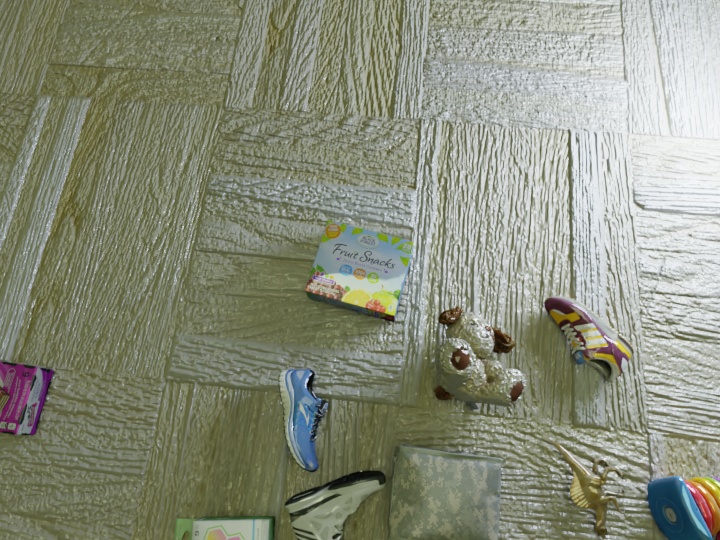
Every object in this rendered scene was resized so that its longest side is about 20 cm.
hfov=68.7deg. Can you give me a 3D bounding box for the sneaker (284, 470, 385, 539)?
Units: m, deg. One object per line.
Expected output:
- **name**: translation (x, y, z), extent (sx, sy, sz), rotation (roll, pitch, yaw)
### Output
- **sneaker**: translation (-0.034, 0.457, 0.989), extent (0.198, 0.076, 0.117), rotation (-21, 80, 4)

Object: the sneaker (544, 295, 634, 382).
- **sneaker**: translation (0.447, 0.135, 1.061), extent (0.199, 0.075, 0.090), rotation (37, 72, 14)

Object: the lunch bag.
- **lunch bag**: translation (0.147, 0.413, 0.962), extent (0.197, 0.118, 0.166), rotation (8, 73, 0)

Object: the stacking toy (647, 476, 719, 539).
- **stacking toy**: translation (0.641, 0.416, 0.955), extent (0.197, 0.110, 0.117), rotation (-10, 63, -13)

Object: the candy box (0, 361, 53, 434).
- **candy box**: translation (-0.760, 0.256, 1.086), extent (0.197, 0.061, 0.138), rotation (6, 73, 5)

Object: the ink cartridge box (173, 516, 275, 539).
- **ink cartridge box**: translation (-0.261, 0.517, 0.977), extent (0.197, 0.059, 0.105), rotation (-2, 72, 2)

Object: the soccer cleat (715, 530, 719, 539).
- **soccer cleat**: translation (0.700, 0.541, 0.922), extent (0.085, 0.070, 0.202), rotation (-20, 80, -17)

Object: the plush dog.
- **plush dog**: translation (0.217, 0.166, 1.048), extent (0.198, 0.160, 0.173), rotation (29, 58, -17)

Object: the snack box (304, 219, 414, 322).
- **snack box**: translation (0.000, 0.000, 1.130), extent (0.197, 0.068, 0.171), rotation (16, 74, 7)

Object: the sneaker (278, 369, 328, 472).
- **sneaker**: translation (-0.104, 0.289, 1.035), extent (0.088, 0.079, 0.203), rotation (-12, 71, 1)

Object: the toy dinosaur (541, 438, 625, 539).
- **toy dinosaur**: translation (0.432, 0.393, 0.986), extent (0.100, 0.058, 0.202), rotation (-24, 72, -4)
